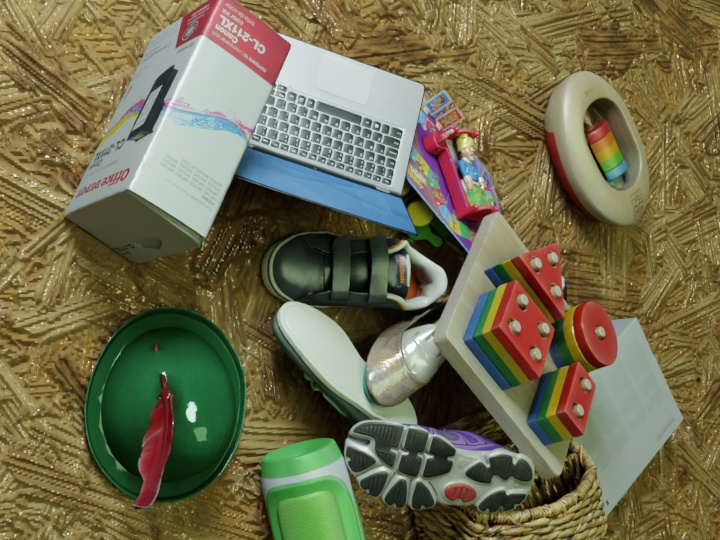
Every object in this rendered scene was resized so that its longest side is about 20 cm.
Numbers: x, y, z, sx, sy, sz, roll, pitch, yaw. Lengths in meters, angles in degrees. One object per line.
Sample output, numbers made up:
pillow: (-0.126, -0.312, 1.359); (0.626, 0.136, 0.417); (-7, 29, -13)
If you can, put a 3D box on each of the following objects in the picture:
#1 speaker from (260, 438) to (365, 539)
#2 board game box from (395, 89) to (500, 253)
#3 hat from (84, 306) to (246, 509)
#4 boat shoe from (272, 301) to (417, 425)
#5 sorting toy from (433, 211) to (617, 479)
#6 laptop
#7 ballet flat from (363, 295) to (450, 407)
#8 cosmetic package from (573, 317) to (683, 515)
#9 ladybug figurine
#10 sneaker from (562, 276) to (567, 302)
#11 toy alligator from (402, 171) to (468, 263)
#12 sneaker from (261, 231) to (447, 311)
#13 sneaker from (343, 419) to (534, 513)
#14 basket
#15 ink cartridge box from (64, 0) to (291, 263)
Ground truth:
speaker: (-0.037, 0.268, 1.088); (0.087, 0.088, 0.204); (-15, 93, -37)
board game box: (0.111, -0.110, 1.235); (0.200, 0.039, 0.159); (47, 35, -26)
hat: (-0.129, 0.124, 0.974); (0.164, 0.175, 0.203); (30, 67, -31)
boat shoe: (-0.026, 0.110, 1.127); (0.200, 0.061, 0.073); (44, 36, -28)
sorting toy: (0.182, 0.065, 1.161); (0.201, 0.069, 0.200); (50, 41, -20)
laptop: (-0.026, -0.137, 1.090); (0.184, 0.116, 0.203); (17, 72, -12)
ballet flat: (0.067, 0.071, 1.165); (0.069, 0.067, 0.200); (58, 33, -8)
cosmetic package: (0.295, 0.176, 1.377); (0.199, 0.051, 0.152); (-39, 106, -34)
ladybug figurine: (0.283, -0.141, 1.394); (0.135, 0.071, 0.202); (-34, 105, -36)
sneaker: (0.187, 0.074, 1.295); (0.201, 0.079, 0.075); (-61, 148, -45)
toy alligator: (0.054, -0.058, 1.222); (0.054, 0.059, 0.201); (-35, 112, 9)
sneaker: (0.000, 0.000, 1.155); (0.197, 0.079, 0.080); (5, 82, -36)
sneaker: (0.071, 0.188, 1.120); (0.197, 0.083, 0.082); (16, 98, -21)
basket: (0.159, 0.229, 1.207); (0.198, 0.142, 0.152); (-12, 92, -38)
ink cartridge box: (-0.160, -0.121, 1.001); (0.082, 0.145, 0.203); (33, 65, -28)
